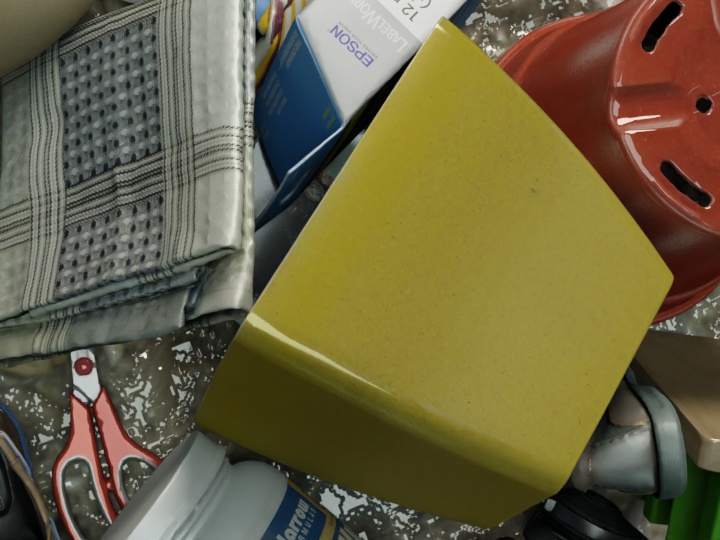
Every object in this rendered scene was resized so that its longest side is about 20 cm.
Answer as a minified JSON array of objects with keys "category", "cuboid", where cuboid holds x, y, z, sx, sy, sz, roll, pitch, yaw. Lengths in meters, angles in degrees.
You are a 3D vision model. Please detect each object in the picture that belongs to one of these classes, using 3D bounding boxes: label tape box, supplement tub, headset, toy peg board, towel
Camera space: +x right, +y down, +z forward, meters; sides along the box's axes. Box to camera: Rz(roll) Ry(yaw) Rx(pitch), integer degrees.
[{"category":"label tape box","cuboid":[-0.008,-0.118,0.916,0.066,0.143,0.200,45,70,0]},{"category":"supplement tub","cuboid":[-0.053,0.201,0.916,0.200,0.145,0.145,40,83,-7]},{"category":"headset","cuboid":[0.103,0.171,0.981,0.123,0.094,0.201,-36,115,-6]},{"category":"toy peg board","cuboid":[0.255,0.118,0.952,0.197,0.200,0.099,7,105,-8]},{"category":"towel","cuboid":[-0.137,-0.053,0.894,0.191,0.034,0.202,-13,69,31]}]

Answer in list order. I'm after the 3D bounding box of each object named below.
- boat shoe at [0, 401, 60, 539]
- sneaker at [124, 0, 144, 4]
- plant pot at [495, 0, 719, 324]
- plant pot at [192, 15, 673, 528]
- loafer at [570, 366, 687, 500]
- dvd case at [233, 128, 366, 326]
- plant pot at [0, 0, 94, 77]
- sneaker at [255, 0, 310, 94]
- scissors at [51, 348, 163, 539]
[{"category":"boat shoe","cuboid":[-0.203,0.173,0.933,0.072,0.072,0.202,-22,91,-9]},{"category":"sneaker","cuboid":[-0.101,-0.258,0.950,0.077,0.099,0.202,15,86,-7]},{"category":"plant pot","cuboid":[0.177,-0.076,0.926,0.199,0.195,0.203,2,82,-12]},{"category":"plant pot","cuboid":[0.045,0.027,0.862,0.176,0.200,0.201,33,69,0]},{"category":"loafer","cuboid":[0.132,0.090,0.923,0.062,0.200,0.073,-8,91,-3]},{"category":"dvd case","cuboid":[0.000,0.000,0.996,0.199,0.022,0.146,37,83,-7]},{"category":"plant pot","cuboid":[-0.220,-0.189,0.903,0.134,0.199,0.202,-3,88,-42]},{"category":"sneaker","cuboid":[-0.058,-0.170,0.958,0.074,0.090,0.201,24,85,-7]},{"category":"scissors","cuboid":[-0.170,0.071,0.971,0.073,0.014,0.202,-21,93,-7]}]
